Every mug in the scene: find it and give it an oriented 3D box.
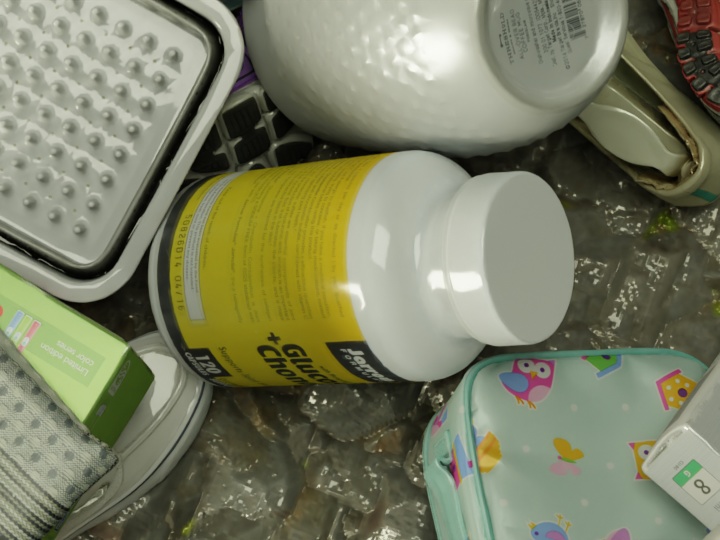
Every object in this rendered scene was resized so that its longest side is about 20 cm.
[{"bbox_3d":[0.044,-0.154,0.964,0.147,0.175,0.201,-9,102,-30],"label":"mug"}]

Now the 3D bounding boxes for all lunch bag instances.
[{"bbox_3d":[0.114,0.135,0.957,0.159,0.077,0.201,-3,63,-15],"label":"lunch bag"}]

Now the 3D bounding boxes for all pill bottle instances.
[{"bbox_3d":[0.000,0.000,0.964,0.199,0.112,0.113,-4,66,38],"label":"pill bottle"}]

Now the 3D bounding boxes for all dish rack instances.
[{"bbox_3d":[-0.174,-0.096,0.993,0.199,0.044,0.172,29,90,0],"label":"dish rack"}]

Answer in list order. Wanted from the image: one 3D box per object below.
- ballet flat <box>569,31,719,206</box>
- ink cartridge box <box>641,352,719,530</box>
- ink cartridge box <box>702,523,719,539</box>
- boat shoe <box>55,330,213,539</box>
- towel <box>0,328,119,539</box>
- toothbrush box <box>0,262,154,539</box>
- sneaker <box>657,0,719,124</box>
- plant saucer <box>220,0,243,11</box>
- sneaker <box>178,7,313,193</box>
[{"bbox_3d":[0.120,-0.109,1.061,0.069,0.070,0.200,-44,75,-13],"label":"ballet flat"},{"bbox_3d":[0.253,0.105,0.949,0.200,0.050,0.161,40,46,6],"label":"ink cartridge box"},{"bbox_3d":[0.136,0.225,0.798,0.147,0.145,0.200,42,76,11],"label":"ink cartridge box"},{"bbox_3d":[-0.159,0.098,1.001,0.200,0.066,0.072,-36,74,-10],"label":"boat shoe"},{"bbox_3d":[-0.241,0.082,0.876,0.200,0.035,0.193,44,86,9],"label":"towel"},{"bbox_3d":[-0.214,0.091,0.927,0.145,0.086,0.201,29,79,8],"label":"toothbrush box"},{"bbox_3d":[0.197,-0.149,1.083,0.077,0.082,0.201,-16,55,16],"label":"sneaker"},{"bbox_3d":[-0.077,-0.216,1.101,0.200,0.039,0.202,-12,60,22],"label":"plant saucer"},{"bbox_3d":[-0.052,-0.109,1.080,0.200,0.081,0.083,-39,58,-20],"label":"sneaker"}]
